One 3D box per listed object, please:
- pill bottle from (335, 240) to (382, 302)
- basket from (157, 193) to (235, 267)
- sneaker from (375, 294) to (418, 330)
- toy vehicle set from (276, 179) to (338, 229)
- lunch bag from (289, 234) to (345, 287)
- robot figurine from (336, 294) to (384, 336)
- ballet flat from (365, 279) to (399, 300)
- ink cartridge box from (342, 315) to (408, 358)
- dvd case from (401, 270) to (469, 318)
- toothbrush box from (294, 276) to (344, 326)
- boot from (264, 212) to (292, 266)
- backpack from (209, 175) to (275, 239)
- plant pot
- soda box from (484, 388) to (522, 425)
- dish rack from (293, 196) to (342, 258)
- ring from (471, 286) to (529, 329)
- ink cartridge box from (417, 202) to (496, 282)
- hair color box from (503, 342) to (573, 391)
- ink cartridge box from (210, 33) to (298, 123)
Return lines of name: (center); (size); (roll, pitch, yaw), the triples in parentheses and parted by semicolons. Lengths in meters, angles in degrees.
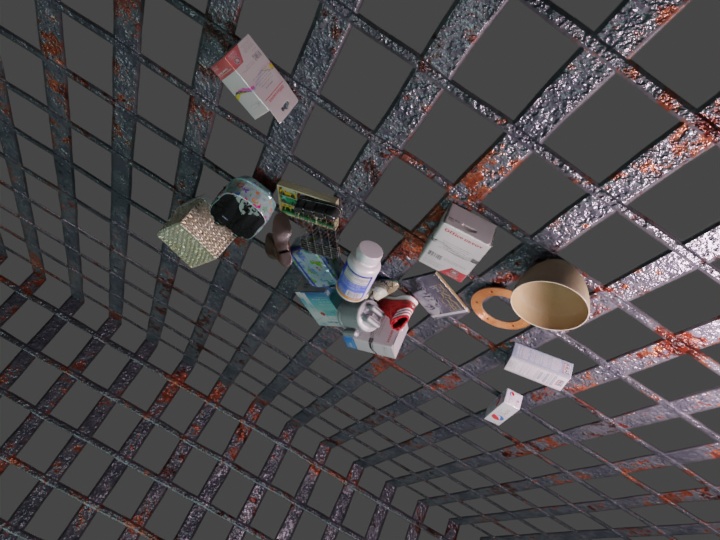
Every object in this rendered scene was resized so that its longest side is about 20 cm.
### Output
pill bottle: (0.000, 0.000, 1.764); (0.112, 0.112, 0.200); (27, 131, 1)
basket: (-0.580, -0.137, 1.957); (0.199, 0.161, 0.198); (-14, 127, 42)
sneaker: (0.102, 0.150, 1.890); (0.078, 0.116, 0.200); (42, 147, -20)
toy vehicle set: (-0.163, -0.203, 1.703); (0.199, 0.027, 0.125); (19, 144, 13)
lunch bag: (-0.149, -0.027, 1.874); (0.160, 0.083, 0.200); (-1, 135, 39)
robot figurine: (-0.006, 0.155, 1.914); (0.200, 0.170, 0.113); (-2, 143, 50)
ballet flat: (0.036, 0.068, 1.871); (0.199, 0.075, 0.068); (3, 140, 31)
ink cartridge box: (0.057, 0.223, 1.993); (0.199, 0.145, 0.084); (11, 143, 24)
dvd case: (0.247, 0.085, 1.801); (0.148, 0.016, 0.200); (-16, 127, 45)
toothbrush box: (-0.128, 0.116, 2.037); (0.146, 0.085, 0.200); (0, 138, 34)
boot: (-0.288, -0.115, 1.850); (0.200, 0.064, 0.187); (-150, 56, -65)
backpack: (-0.363, -0.207, 1.725); (0.177, 0.151, 0.200); (36, 152, -16)
plant pot: (0.518, 0.048, 1.465); (0.199, 0.135, 0.201); (18, 143, 14)
soda box: (0.555, 0.534, 2.124); (0.068, 0.064, 0.200); (25, 146, 4)
dish rack: (-0.128, -0.125, 1.696); (0.153, 0.055, 0.201); (15, 139, 19)
ring: (0.445, 0.115, 1.704); (0.200, 0.019, 0.201); (18, 145, 13)
ink cartridge box: (0.268, -0.075, 1.523); (0.146, 0.083, 0.200); (28, 146, 0)
hair color box: (0.595, 0.323, 1.829); (0.199, 0.061, 0.099); (21, 145, 11)
ink cartridge box: (-0.258, -0.463, 1.356); (0.067, 0.117, 0.200); (-14, 127, 43)
